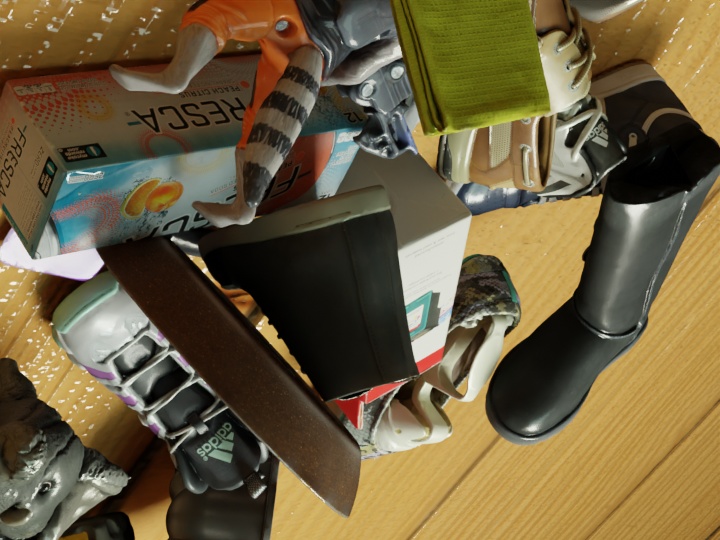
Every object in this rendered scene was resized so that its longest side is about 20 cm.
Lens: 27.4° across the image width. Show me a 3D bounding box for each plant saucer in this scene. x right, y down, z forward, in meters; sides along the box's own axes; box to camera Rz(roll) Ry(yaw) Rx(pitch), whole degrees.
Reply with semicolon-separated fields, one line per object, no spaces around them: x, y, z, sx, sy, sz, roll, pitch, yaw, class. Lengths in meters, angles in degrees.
-0.064;0.049;0.800;0.034;0.200;0.200;-43;153;-4;plant saucer

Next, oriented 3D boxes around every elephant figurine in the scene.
-0.205;0.122;0.852;0.200;0.155;0.141;-40;131;22;elephant figurine

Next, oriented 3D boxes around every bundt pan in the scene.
-0.104;0.197;1.064;0.075;0.202;0.202;7;142;-3;bundt pan

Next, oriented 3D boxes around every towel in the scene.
0.041;-0.166;0.688;0.086;0.201;0.018;-15;-177;-38;towel

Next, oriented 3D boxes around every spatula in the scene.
-0.122;-0.018;0.870;0.200;0.021;0.057;3;128;-55;spatula

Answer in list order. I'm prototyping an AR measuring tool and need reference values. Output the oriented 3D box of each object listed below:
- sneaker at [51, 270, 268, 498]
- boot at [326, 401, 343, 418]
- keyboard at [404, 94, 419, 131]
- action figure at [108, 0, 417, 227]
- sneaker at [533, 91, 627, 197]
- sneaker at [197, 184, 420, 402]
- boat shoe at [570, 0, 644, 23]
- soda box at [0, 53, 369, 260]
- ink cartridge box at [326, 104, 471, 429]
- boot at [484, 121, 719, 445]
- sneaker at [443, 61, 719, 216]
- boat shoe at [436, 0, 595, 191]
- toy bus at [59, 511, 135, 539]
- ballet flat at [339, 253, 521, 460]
-0.105;0.083;0.914;0.078;0.140;0.200;-39;153;3;sneaker
-0.002;0.062;1.100;0.200;0.070;0.146;-45;145;11;boot
0.045;-0.132;0.854;0.056;0.011;0.200;-52;171;-28;keyboard
-0.008;-0.101;0.722;0.194;0.104;0.200;-47;132;-14;action figure
0.125;-0.121;0.893;0.076;0.115;0.201;-44;162;-31;sneaker
-0.034;0.021;0.823;0.075;0.107;0.200;-13;180;-21;sneaker
0.207;-0.223;0.901;0.200;0.076;0.072;-42;154;11;boat shoe
-0.094;-0.065;0.780;0.200;0.068;0.064;-14;146;-40;soda box
0.000;0.000;0.942;0.067;0.116;0.200;-27;151;-22;ink cartridge box
0.160;0.012;0.988;0.165;0.066;0.200;-43;162;-32;boot
0.160;-0.068;1.037;0.200;0.109;0.070;-27;150;-20;sneaker
0.094;-0.120;0.814;0.200;0.074;0.076;97;16;-52;boat shoe
-0.242;0.253;1.020;0.191;0.136;0.200;-13;175;-4;toy bus
0.048;0.081;1.047;0.072;0.072;0.201;2;130;-51;ballet flat
